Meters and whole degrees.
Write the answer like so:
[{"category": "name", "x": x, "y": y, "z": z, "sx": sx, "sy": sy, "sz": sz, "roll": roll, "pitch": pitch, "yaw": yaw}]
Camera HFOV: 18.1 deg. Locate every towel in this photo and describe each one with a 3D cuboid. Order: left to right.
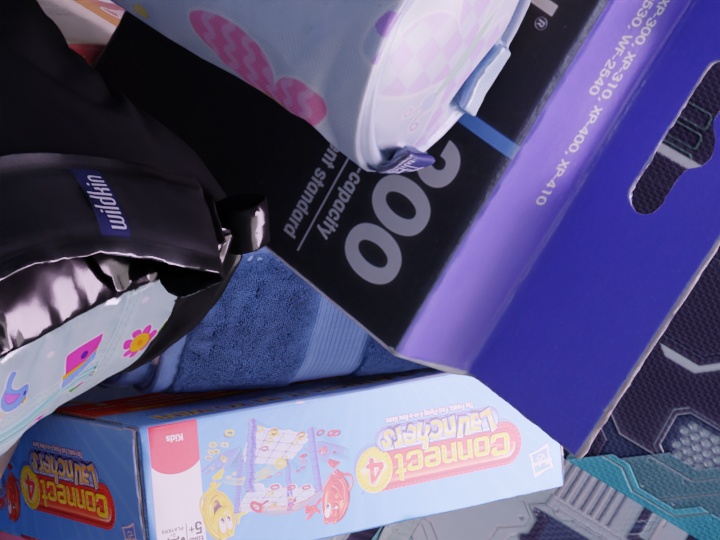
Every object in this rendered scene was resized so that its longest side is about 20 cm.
[{"category": "towel", "x": 0.000, "y": 0.000, "z": 0.847, "sx": 0.198, "sy": 0.049, "sz": 0.112, "roll": -6, "pitch": 139, "yaw": -22}]

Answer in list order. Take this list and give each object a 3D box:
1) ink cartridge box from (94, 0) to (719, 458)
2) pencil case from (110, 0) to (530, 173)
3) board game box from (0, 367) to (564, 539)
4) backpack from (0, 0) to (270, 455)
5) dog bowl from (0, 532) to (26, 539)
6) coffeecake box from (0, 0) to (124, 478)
[{"category": "ink cartridge box", "x": 0.035, "y": -0.080, "z": 0.671, "sx": 0.199, "sy": 0.200, "sz": 0.043, "roll": -59, "pitch": 156, "yaw": 15}, {"category": "pencil case", "x": -0.046, "y": -0.108, "z": 0.629, "sx": 0.084, "sy": 0.199, "sz": 0.091, "roll": -62, "pitch": 161, "yaw": 13}, {"category": "board game box", "x": -0.052, "y": 0.069, "z": 0.943, "sx": 0.199, "sy": 0.195, "sz": 0.056, "roll": -8, "pitch": 97, "yaw": -33}, {"category": "backpack", "x": -0.144, "y": 0.003, "z": 0.607, "sx": 0.200, "sy": 0.167, "sz": 0.127, "roll": -38, "pitch": 162, "yaw": -51}, {"category": "dog bowl", "x": -0.143, "y": 0.137, "z": 1.115, "sx": 0.200, "sy": 0.074, "sz": 0.200, "roll": -49, "pitch": -179, "yaw": 1}, {"category": "coffeecake box", "x": -0.145, "y": -0.008, "z": 0.792, "sx": 0.201, "sy": 0.073, "sz": 0.153, "roll": -62, "pitch": 169, "yaw": 11}]
